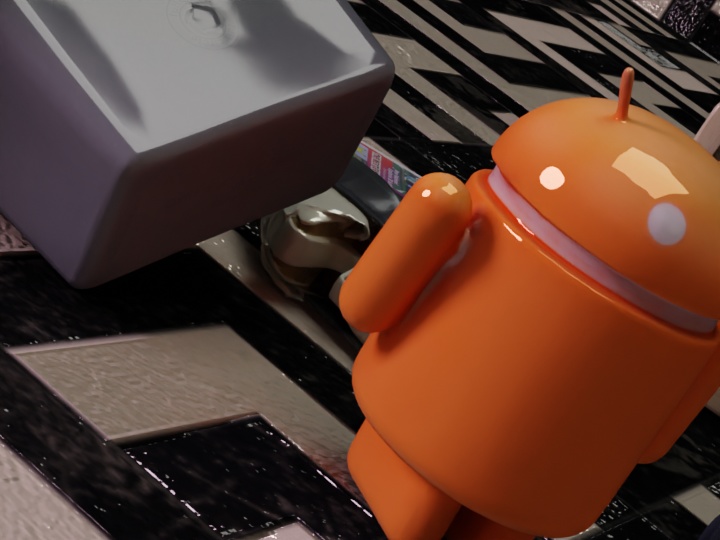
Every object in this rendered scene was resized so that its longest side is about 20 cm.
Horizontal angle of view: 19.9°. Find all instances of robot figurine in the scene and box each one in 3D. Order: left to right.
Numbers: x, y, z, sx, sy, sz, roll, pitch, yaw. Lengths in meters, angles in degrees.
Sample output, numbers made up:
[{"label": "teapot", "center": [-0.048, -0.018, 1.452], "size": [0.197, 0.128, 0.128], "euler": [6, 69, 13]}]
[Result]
[{"label": "robot figurine", "center": [0.072, 0.019, 0.783], "size": [0.143, 0.201, 0.117], "euler": [34, 15, 5]}]

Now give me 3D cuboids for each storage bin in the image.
[{"label": "storage bin", "center": [-0.092, -0.078, 0.873], "size": [0.199, 0.146, 0.135], "euler": [-23, 64, -41]}]

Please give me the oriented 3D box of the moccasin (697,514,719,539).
[{"label": "moccasin", "center": [0.217, 0.128, 0.984], "size": [0.080, 0.069, 0.200], "euler": [37, 16, 16]}]

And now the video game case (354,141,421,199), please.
[{"label": "video game case", "center": [-0.025, -0.053, 1.145], "size": [0.181, 0.023, 0.200], "euler": [31, 15, -7]}]

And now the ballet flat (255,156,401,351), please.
[{"label": "ballet flat", "center": [0.000, 0.000, 0.953], "size": [0.200, 0.073, 0.073], "euler": [45, 20, 31]}]

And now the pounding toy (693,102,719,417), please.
[{"label": "pounding toy", "center": [0.272, -0.012, 1.267], "size": [0.183, 0.201, 0.142], "euler": [35, 15, 7]}]
